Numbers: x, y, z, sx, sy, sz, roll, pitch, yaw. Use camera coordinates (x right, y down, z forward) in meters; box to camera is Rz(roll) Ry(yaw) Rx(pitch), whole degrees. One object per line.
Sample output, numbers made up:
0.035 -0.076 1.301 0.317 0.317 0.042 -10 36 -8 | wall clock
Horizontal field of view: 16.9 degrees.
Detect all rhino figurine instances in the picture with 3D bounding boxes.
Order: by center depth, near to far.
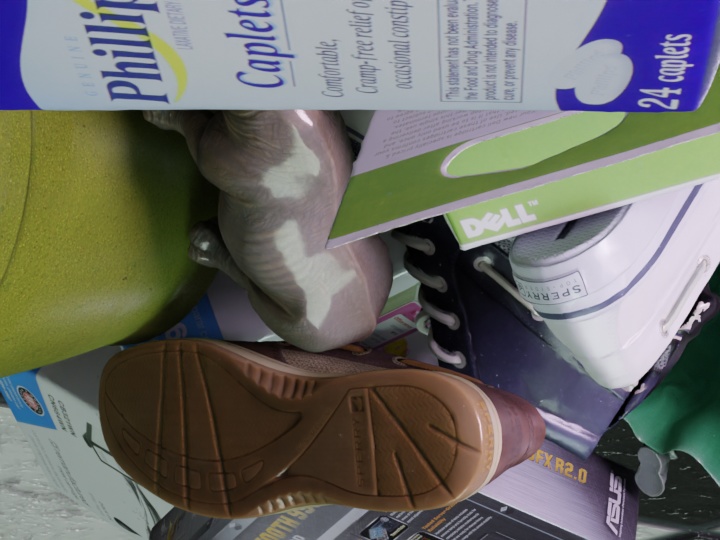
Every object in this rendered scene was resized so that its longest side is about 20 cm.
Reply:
-0.036 -0.048 0.903 0.087 0.060 0.201 38 155 40 | rhino figurine

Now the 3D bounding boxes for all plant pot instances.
-0.156 -0.039 0.967 0.200 0.202 0.192 -13 169 36 | plant pot

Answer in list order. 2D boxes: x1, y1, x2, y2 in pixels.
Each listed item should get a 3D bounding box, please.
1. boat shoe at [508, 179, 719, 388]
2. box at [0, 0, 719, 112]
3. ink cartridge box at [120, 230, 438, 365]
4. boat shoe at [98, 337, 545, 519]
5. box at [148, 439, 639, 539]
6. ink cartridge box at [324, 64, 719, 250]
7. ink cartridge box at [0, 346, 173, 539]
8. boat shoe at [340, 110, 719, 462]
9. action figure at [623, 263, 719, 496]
0.116 -0.032 0.930 0.073 0.200 0.067 -4 123 41 | boat shoe
-0.008 -0.144 0.617 0.199 0.185 0.105 0 163 3 | box
0.000 0.000 1.095 0.199 0.085 0.145 -27 156 9 | ink cartridge box
-0.017 0.060 0.979 0.199 0.073 0.072 -1 -177 36 | boat shoe
0.009 0.126 1.124 0.158 0.049 0.200 24 139 -18 | box
0.083 -0.053 0.833 0.147 0.200 0.076 -15 118 24 | ink cartridge box
-0.087 0.091 1.275 0.199 0.084 0.146 27 152 31 | ink cartridge box
0.039 -0.003 0.972 0.199 0.093 0.075 31 -169 -4 | boat shoe
0.169 0.016 1.114 0.118 0.200 0.055 38 145 10 | action figure
